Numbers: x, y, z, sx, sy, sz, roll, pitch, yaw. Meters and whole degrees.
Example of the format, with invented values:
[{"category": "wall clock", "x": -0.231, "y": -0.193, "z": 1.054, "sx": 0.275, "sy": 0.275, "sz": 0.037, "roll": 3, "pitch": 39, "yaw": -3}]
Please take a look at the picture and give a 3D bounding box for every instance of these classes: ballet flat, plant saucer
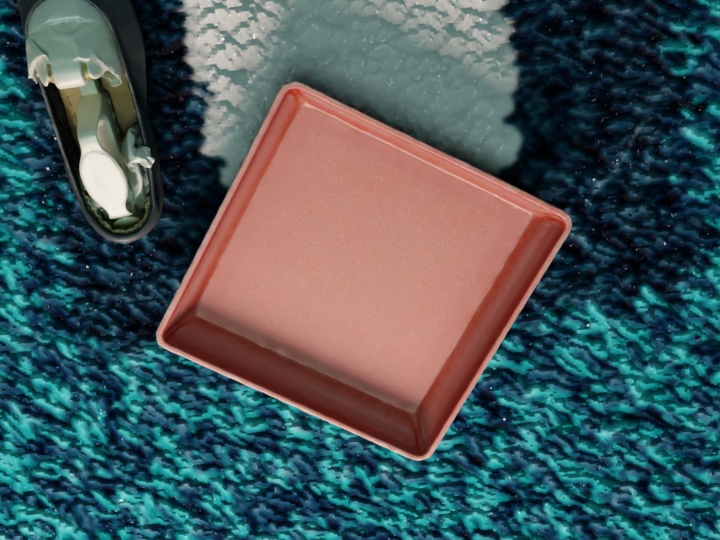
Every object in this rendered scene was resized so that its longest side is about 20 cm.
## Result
[{"category": "ballet flat", "x": -0.158, "y": -0.104, "z": 0.945, "sx": 0.073, "sy": 0.073, "sz": 0.201, "roll": -9, "pitch": 115, "yaw": 5}, {"category": "plant saucer", "x": 0.000, "y": 0.000, "z": 1.010, "sx": 0.199, "sy": 0.037, "sz": 0.200, "roll": 25, "pitch": 112, "yaw": -11}]
